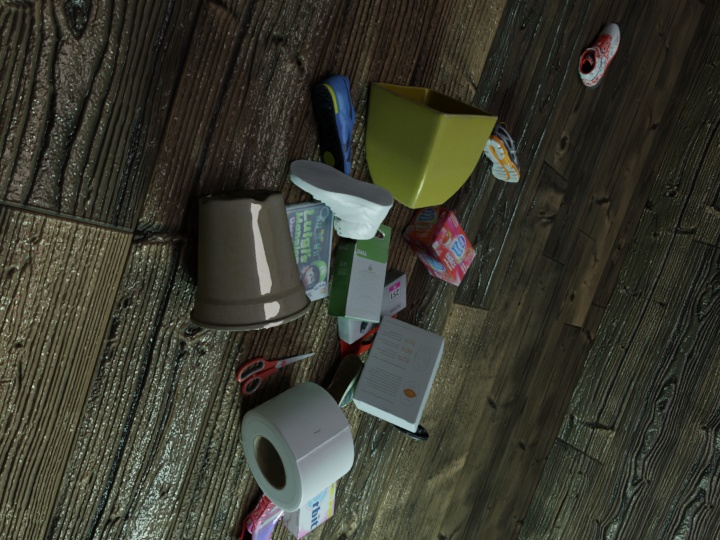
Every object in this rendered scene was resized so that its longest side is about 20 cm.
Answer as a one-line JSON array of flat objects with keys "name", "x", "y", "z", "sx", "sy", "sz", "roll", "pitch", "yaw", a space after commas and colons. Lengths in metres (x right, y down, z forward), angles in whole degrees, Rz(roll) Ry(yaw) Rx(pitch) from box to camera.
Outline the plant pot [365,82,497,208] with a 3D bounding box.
[{"name": "plant pot", "x": 0.122, "y": -0.242, "z": 1.125, "sx": 0.193, "sy": 0.193, "sz": 0.205, "roll": -13, "pitch": 127, "yaw": -45}]

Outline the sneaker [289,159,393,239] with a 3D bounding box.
[{"name": "sneaker", "x": -0.049, "y": -0.119, "z": 1.032, "sx": 0.117, "sy": 0.195, "sz": 0.075, "roll": 118, "pitch": -10, "yaw": -46}]

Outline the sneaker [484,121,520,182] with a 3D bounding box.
[{"name": "sneaker", "x": 0.384, "y": -0.306, "z": 1.486, "sx": 0.079, "sy": 0.077, "sz": 0.200, "roll": -64, "pitch": 144, "yaw": -17}]

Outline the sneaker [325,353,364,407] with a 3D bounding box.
[{"name": "sneaker", "x": -0.051, "y": 0.291, "z": 1.276, "sx": 0.202, "sy": 0.066, "sz": 0.090, "roll": -53, "pitch": 149, "yaw": -10}]

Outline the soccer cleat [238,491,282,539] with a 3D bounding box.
[{"name": "soccer cleat", "x": -0.209, "y": 0.522, "z": 1.212, "sx": 0.076, "sy": 0.066, "sz": 0.205, "roll": 18, "pitch": 97, "yaw": -47}]

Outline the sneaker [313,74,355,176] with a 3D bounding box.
[{"name": "sneaker", "x": -0.034, "y": -0.251, "z": 1.027, "sx": 0.078, "sy": 0.065, "sz": 0.205, "roll": -35, "pitch": 132, "yaw": -38}]

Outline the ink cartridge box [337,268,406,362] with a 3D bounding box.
[{"name": "ink cartridge box", "x": 0.031, "y": 0.115, "z": 1.304, "sx": 0.198, "sy": 0.043, "sz": 0.178, "roll": -29, "pitch": 127, "yaw": -38}]

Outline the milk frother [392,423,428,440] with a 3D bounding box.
[{"name": "milk frother", "x": 0.124, "y": 0.281, "z": 1.374, "sx": 0.177, "sy": 0.198, "sz": 0.194, "roll": -10, "pitch": 116, "yaw": -41}]

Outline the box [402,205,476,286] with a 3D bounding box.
[{"name": "box", "x": 0.196, "y": -0.063, "z": 1.366, "sx": 0.101, "sy": 0.094, "sz": 0.200, "roll": -57, "pitch": 141, "yaw": -12}]

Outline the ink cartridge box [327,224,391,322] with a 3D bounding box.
[{"name": "ink cartridge box", "x": 0.000, "y": 0.000, "z": 1.171, "sx": 0.102, "sy": 0.058, "sz": 0.207, "roll": 13, "pitch": 83, "yaw": -43}]

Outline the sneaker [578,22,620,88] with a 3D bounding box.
[{"name": "sneaker", "x": 0.730, "y": -0.672, "z": 1.713, "sx": 0.107, "sy": 0.066, "sz": 0.206, "roll": 11, "pitch": 102, "yaw": -53}]

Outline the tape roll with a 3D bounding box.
[{"name": "tape roll", "x": -0.126, "y": 0.343, "z": 1.107, "sx": 0.137, "sy": 0.200, "sz": 0.208, "roll": -20, "pitch": 123, "yaw": -40}]

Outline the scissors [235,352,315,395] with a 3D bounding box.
[{"name": "scissors", "x": -0.165, "y": 0.184, "z": 1.129, "sx": 0.197, "sy": 0.014, "sz": 0.075, "roll": -26, "pitch": 125, "yaw": -38}]

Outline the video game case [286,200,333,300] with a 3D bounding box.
[{"name": "video game case", "x": -0.125, "y": -0.026, "z": 1.066, "sx": 0.179, "sy": 0.023, "sz": 0.206, "roll": -17, "pitch": 120, "yaw": -45}]

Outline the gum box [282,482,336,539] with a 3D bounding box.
[{"name": "gum box", "x": -0.116, "y": 0.497, "z": 1.302, "sx": 0.112, "sy": 0.065, "sz": 0.206, "roll": -16, "pitch": 120, "yaw": -43}]

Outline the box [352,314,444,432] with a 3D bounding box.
[{"name": "box", "x": 0.088, "y": 0.231, "z": 1.261, "sx": 0.107, "sy": 0.149, "sz": 0.204, "roll": 74, "pitch": 37, "yaw": -66}]

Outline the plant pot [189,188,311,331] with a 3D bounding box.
[{"name": "plant pot", "x": -0.179, "y": -0.028, "z": 0.888, "sx": 0.197, "sy": 0.197, "sz": 0.190, "roll": -16, "pitch": 109, "yaw": -44}]
